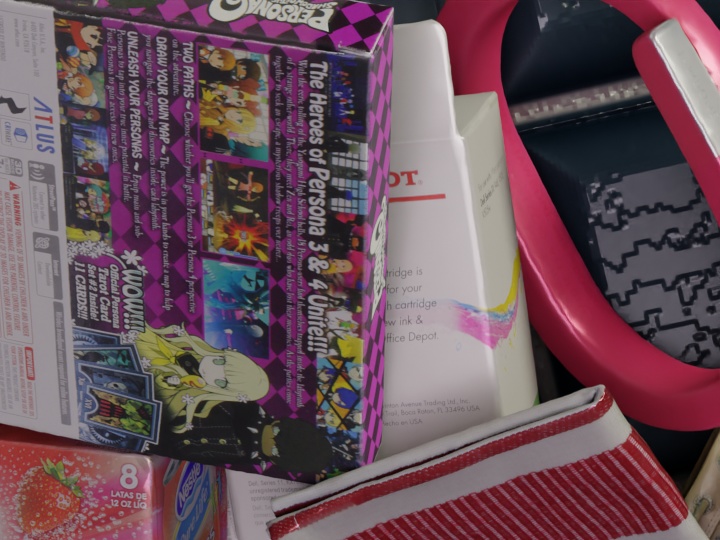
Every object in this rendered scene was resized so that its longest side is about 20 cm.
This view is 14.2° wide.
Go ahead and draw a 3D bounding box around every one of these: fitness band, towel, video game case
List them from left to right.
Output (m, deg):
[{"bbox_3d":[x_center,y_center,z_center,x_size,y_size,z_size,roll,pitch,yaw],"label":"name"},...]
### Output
[{"bbox_3d":[-0.079,-0.018,1.026,0.180,0.036,0.201,10,130,12],"label":"video game case"},{"bbox_3d":[0.070,0.132,1.093,0.143,0.023,0.200,-21,130,18],"label":"towel"},{"bbox_3d":[0.101,-0.033,1.115,0.143,0.037,0.201,-18,100,53],"label":"fitness band"}]

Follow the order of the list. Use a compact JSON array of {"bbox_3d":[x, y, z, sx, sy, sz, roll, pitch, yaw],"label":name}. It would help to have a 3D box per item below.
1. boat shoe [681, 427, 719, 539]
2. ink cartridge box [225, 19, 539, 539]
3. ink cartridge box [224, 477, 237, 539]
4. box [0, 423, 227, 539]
[{"bbox_3d":[0.137,0.100,1.174,0.063,0.073,0.200,38,93,0],"label":"boat shoe"},{"bbox_3d":[0.000,0.000,1.102,0.116,0.067,0.201,-3,107,16],"label":"ink cartridge box"},{"bbox_3d":[-0.046,0.041,1.188,0.199,0.050,0.162,-10,104,20],"label":"ink cartridge box"},{"bbox_3d":[-0.159,0.093,1.156,0.199,0.103,0.095,5,106,15],"label":"box"}]
